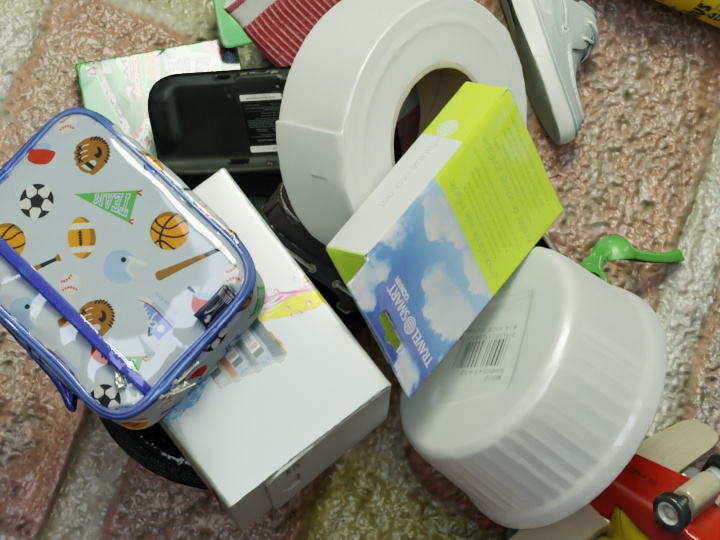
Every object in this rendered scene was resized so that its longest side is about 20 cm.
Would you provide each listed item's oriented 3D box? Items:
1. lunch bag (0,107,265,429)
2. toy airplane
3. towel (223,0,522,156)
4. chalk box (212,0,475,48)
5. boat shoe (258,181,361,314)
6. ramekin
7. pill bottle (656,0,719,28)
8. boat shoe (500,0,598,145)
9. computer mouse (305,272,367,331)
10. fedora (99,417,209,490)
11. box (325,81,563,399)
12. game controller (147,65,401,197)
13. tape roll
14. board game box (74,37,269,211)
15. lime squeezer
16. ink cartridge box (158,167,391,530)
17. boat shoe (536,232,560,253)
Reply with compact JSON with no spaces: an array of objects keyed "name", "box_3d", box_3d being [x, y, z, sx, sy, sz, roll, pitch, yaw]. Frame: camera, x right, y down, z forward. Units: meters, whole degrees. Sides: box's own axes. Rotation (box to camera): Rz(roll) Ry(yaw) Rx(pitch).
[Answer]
[{"name":"lunch bag","box_3d":[-0.169,0.004,1.301,0.200,0.076,0.160,44,84,13]},{"name":"toy airplane","box_3d":[0.195,0.186,1.513,0.198,0.200,0.142,-3,120,1]},{"name":"towel","box_3d":[0.011,-0.179,1.496,0.144,0.023,0.200,-39,117,12]},{"name":"chalk box","box_3d":[-0.019,-0.227,1.571,0.199,0.124,0.125,-10,80,-9]},{"name":"boat shoe","box_3d":[0.000,0.000,1.517,0.063,0.073,0.200,-35,120,26]},{"name":"ramekin","box_3d":[0.120,0.079,1.442,0.098,0.200,0.201,35,75,-30]},{"name":"pill bottle","box_3d":[0.263,-0.275,1.605,0.199,0.113,0.113,21,77,-12]},{"name":"boat shoe","box_3d":[0.162,-0.206,1.615,0.071,0.070,0.202,-14,78,-5]},{"name":"computer mouse","box_3d":[-0.002,-0.045,1.573,0.138,0.053,0.201,24,74,-23]},{"name":"fedora","box_3d":[-0.109,0.084,1.515,0.199,0.092,0.202,0,77,0]},{"name":"box","box_3d":[0.057,-0.022,1.385,0.200,0.047,0.122,-50,131,-25]},{"name":"game controller","box_3d":[-0.068,-0.107,1.508,0.199,0.042,0.105,-2,111,16]},{"name":"tape roll","box_3d":[0.033,-0.104,1.425,0.071,0.202,0.203,16,72,42]},{"name":"board game box","box_3d":[-0.146,-0.081,1.577,0.134,0.029,0.201,-11,80,-8]},{"name":"lime squeezer","box_3d":[0.194,0.018,1.548,0.038,0.071,0.200,8,39,34]},{"name":"ink cartridge box","box_3d":[-0.090,0.061,1.397,0.144,0.145,0.200,-36,80,-8]},{"name":"boat shoe","box_3d":[0.114,-0.025,1.560,0.072,0.059,0.200,-40,98,-15]}]
